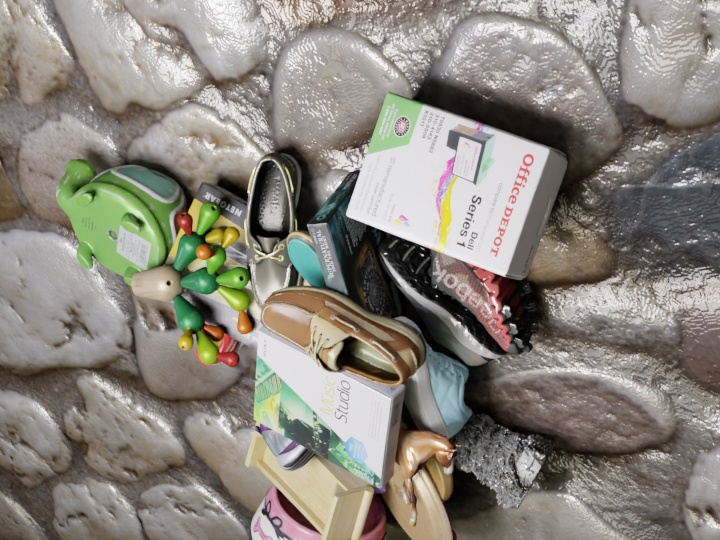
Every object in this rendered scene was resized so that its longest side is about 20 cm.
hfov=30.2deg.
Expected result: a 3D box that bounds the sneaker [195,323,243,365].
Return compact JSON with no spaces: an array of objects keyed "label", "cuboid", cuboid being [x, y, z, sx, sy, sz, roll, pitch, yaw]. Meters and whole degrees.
[{"label":"sneaker","cuboid":[-0.186,0.040,1.784,0.076,0.085,0.202,17,120,24]}]

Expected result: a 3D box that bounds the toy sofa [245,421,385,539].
[{"label":"toy sofa","cuboid":[-0.060,0.277,1.810,0.200,0.097,0.084,38,122,39]}]

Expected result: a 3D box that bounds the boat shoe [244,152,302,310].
[{"label":"boat shoe","cuboid":[-0.109,-0.042,1.631,0.071,0.060,0.205,3,92,13]}]

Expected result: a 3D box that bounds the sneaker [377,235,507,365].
[{"label":"sneaker","cuboid":[0.091,0.042,1.612,0.200,0.074,0.079,46,140,-2]}]

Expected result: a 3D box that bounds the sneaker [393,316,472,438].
[{"label":"sneaker","cuboid":[0.087,0.121,1.623,0.074,0.082,0.201,35,153,45]}]

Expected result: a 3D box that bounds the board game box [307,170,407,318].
[{"label":"board game box","cuboid":[0.000,0.000,1.596,0.028,0.136,0.202,-3,118,26]}]

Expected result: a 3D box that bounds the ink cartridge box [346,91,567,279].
[{"label":"ink cartridge box","cuboid":[0.105,-0.092,1.452,0.198,0.084,0.146,21,95,21]}]

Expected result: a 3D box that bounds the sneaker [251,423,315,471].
[{"label":"sneaker","cuboid":[-0.051,0.164,1.737,0.088,0.200,0.074,45,176,19]}]

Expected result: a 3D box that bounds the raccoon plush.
[{"label":"raccoon plush","cuboid":[0.165,0.210,1.644,0.133,0.097,0.201,31,157,11]}]

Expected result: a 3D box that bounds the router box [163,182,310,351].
[{"label":"router box","cuboid":[-0.146,0.002,1.703,0.198,0.052,0.159,27,97,15]}]

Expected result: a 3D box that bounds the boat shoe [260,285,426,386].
[{"label":"boat shoe","cuboid":[-0.025,0.077,1.523,0.198,0.074,0.076,16,126,15]}]

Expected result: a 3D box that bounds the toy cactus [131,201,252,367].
[{"label":"toy cactus","cuboid":[-0.214,0.019,1.657,0.163,0.102,0.203,-2,98,27]}]

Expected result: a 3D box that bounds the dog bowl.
[{"label":"dog bowl","cuboid":[-0.051,0.350,1.852,0.198,0.200,0.075,24,115,18]}]

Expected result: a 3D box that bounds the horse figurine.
[{"label":"horse figurine","cuboid":[0.040,0.219,1.657,0.200,0.049,0.134,41,134,43]}]

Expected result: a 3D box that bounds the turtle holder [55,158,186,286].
[{"label":"turtle holder","cuboid":[-0.313,-0.072,1.765,0.184,0.132,0.142,6,125,32]}]

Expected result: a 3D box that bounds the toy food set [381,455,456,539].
[{"label":"toy food set","cuboid":[0.069,0.281,1.764,0.198,0.048,0.202,32,144,56]}]

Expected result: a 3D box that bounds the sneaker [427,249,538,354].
[{"label":"sneaker","cuboid":[0.135,0.012,1.559,0.097,0.071,0.202,-17,109,40]}]

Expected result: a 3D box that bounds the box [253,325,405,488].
[{"label":"box","cuboid":[-0.042,0.161,1.617,0.199,0.036,0.146,26,129,26]}]

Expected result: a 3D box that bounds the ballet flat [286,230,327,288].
[{"label":"ballet flat","cuboid":[-0.032,0.007,1.632,0.068,0.063,0.201,11,144,34]}]
